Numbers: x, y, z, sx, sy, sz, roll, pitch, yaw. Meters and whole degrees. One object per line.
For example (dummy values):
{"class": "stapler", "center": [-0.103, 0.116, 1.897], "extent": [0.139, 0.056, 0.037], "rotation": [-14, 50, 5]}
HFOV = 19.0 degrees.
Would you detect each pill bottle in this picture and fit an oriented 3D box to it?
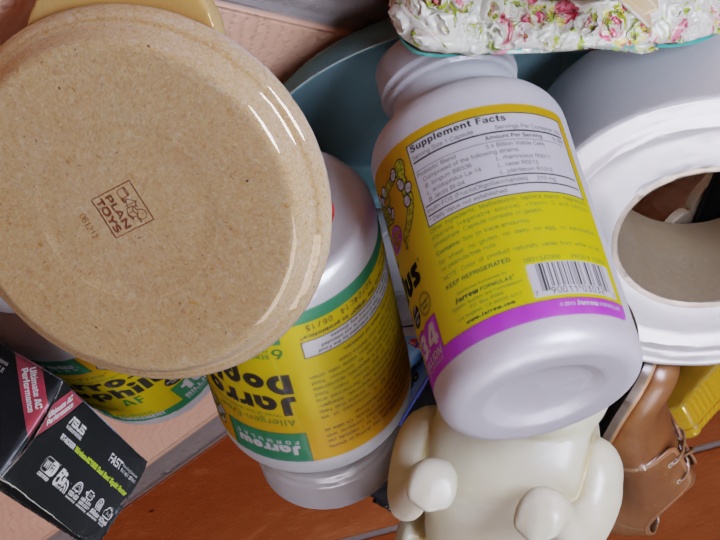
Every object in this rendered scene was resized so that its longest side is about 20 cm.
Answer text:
{"class": "pill bottle", "center": [-0.151, 0.008, 1.199], "extent": [0.112, 0.113, 0.200], "rotation": [-19, 156, 10]}
{"class": "pill bottle", "center": [0.066, -0.024, 1.076], "extent": [0.104, 0.201, 0.104], "rotation": [-12, 152, -6]}
{"class": "pill bottle", "center": [-0.033, 0.039, 1.186], "extent": [0.112, 0.113, 0.200], "rotation": [-14, 137, -1]}

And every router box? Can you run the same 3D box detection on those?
{"class": "router box", "center": [-0.229, 0.065, 1.190], "extent": [0.062, 0.200, 0.150], "rotation": [-57, 159, -12]}

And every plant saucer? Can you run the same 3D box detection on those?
{"class": "plant saucer", "center": [0.035, -0.093, 1.193], "extent": [0.199, 0.028, 0.200], "rotation": [-12, 157, -5]}

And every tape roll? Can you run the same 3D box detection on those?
{"class": "tape roll", "center": [0.186, -0.040, 1.185], "extent": [0.202, 0.071, 0.203], "rotation": [0, 135, 0]}

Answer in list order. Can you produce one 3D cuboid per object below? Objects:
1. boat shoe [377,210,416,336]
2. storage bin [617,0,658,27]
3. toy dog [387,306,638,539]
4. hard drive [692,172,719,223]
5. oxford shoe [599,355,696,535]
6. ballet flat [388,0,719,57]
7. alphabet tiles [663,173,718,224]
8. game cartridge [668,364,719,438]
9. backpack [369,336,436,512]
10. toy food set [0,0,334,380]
{"class": "boat shoe", "center": [0.000, 0.000, 1.271], "extent": [0.199, 0.074, 0.065], "rotation": [-10, 155, 39]}
{"class": "storage bin", "center": [0.169, -0.212, 0.927], "extent": [0.200, 0.094, 0.198], "rotation": [-25, 154, 21]}
{"class": "toy dog", "center": [0.093, 0.097, 1.175], "extent": [0.194, 0.139, 0.201], "rotation": [-42, 143, -50]}
{"class": "hard drive", "center": [0.300, -0.075, 1.286], "extent": [0.199, 0.042, 0.135], "rotation": [-12, 137, -31]}
{"class": "oxford shoe", "center": [0.177, 0.103, 1.322], "extent": [0.071, 0.071, 0.200], "rotation": [19, 149, 9]}
{"class": "ballet flat", "center": [0.109, -0.144, 1.078], "extent": [0.199, 0.076, 0.064], "rotation": [-8, 131, -25]}
{"class": "alphabet tiles", "center": [0.230, -0.022, 1.354], "extent": [0.200, 0.015, 0.196], "rotation": [-48, 153, -3]}
{"class": "game cartridge", "center": [0.198, 0.078, 1.484], "extent": [0.176, 0.033, 0.200], "rotation": [-20, -165, 44]}
{"class": "backpack", "center": [0.077, 0.060, 1.391], "extent": [0.134, 0.200, 0.183], "rotation": [30, 114, -1]}
{"class": "toy food set", "center": [-0.109, -0.039, 1.037], "extent": [0.198, 0.200, 0.049], "rotation": [-43, -172, 27]}
